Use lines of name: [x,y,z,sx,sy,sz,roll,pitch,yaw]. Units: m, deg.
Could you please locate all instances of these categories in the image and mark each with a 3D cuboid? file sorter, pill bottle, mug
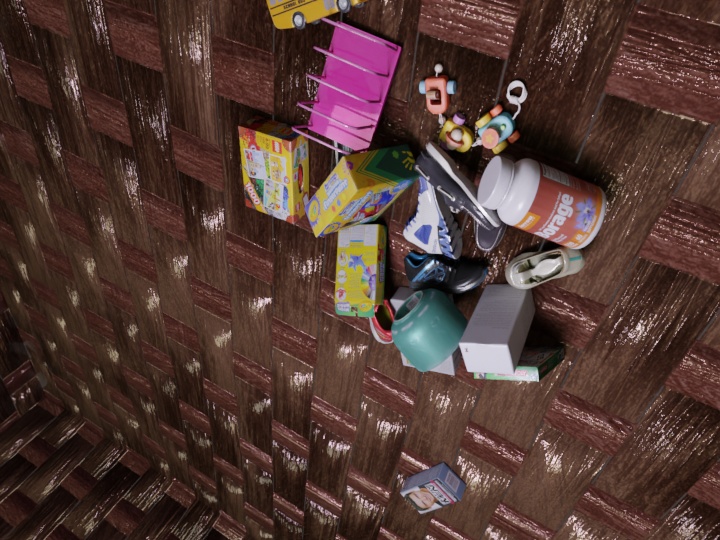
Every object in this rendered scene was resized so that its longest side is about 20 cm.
file sorter: [-0.030,-0.332,0.961,0.135,0.125,0.206,24,111,11]
pill bottle: [0.305,-0.120,0.900,0.193,0.115,0.114,18,134,-8]
mug: [0.127,0.122,1.125,0.115,0.153,0.184,45,135,-11]

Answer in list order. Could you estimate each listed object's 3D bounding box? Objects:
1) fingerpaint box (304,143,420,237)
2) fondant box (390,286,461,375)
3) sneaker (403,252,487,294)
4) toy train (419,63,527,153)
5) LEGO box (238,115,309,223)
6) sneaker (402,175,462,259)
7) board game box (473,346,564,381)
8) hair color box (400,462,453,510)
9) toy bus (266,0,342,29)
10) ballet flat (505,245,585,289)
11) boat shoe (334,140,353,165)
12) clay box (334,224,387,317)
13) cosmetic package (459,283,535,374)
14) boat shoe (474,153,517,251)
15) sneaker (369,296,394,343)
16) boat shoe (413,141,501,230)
fingerpaint box: [0.001,-0.155,1.053,0.199,0.163,0.075,-39,73,54]
fondant box: [0.159,0.145,1.270,0.140,0.058,0.206,6,123,31]
sneaker: [0.178,-0.001,1.140,0.194,0.074,0.084,-5,120,36]
toy train: [0.192,-0.280,0.944,0.194,0.056,0.155,14,128,26]
LEGO box: [-0.197,-0.234,1.224,0.145,0.077,0.206,20,130,21]
sneaker: [0.132,-0.111,1.088,0.112,0.081,0.205,-2,121,32]
board game box: [0.333,0.190,1.093,0.131,0.197,0.030,-5,91,35]
hair color box: [0.218,0.663,1.600,0.099,0.061,0.200,43,135,-1]
toy bus: [-0.076,-0.499,0.962,0.194,0.065,0.081,-1,118,35]
ballet flat: [0.334,-0.002,1.009,0.070,0.070,0.199,48,149,-7]
boat shoe: [-0.022,-0.294,1.072,0.070,0.062,0.206,12,126,25]
clay box: [0.000,0.000,1.209,0.111,0.047,0.209,2,89,33]
cosmetic package: [0.281,0.112,1.063,0.099,0.201,0.073,-4,121,35]
boat shoe: [0.252,-0.120,1.011,0.070,0.065,0.205,23,130,19]
sneaker: [0.038,0.071,1.248,0.204,0.075,0.085,60,162,13]
boat shoe: [0.174,-0.143,0.961,0.201,0.073,0.060,49,117,9]
